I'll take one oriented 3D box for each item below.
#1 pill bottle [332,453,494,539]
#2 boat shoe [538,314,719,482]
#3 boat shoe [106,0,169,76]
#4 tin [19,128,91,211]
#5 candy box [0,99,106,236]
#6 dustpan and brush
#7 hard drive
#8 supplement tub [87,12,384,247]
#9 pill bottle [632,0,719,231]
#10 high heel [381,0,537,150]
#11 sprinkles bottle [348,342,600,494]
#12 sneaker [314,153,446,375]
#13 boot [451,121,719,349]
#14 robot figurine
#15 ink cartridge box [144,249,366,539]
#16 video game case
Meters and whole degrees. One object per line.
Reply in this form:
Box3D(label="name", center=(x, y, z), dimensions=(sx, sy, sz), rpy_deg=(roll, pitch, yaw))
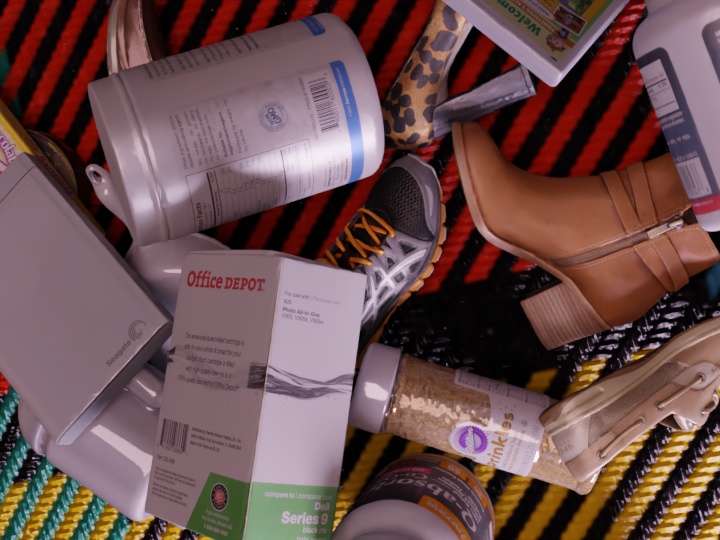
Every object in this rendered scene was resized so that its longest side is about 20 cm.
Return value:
Box3D(label="pill bottle", center=(0.036, 0.219, 0.908), dimensions=(0.115, 0.200, 0.118), rpy_deg=(2, 97, 13))
Box3D(label="boat shoe", center=(0.232, 0.089, 0.891), dimensions=(0.198, 0.071, 0.065), rpy_deg=(-27, 77, -5))
Box3D(label="boat shoe", center=(-0.159, -0.137, 0.988), dimensions=(0.071, 0.076, 0.203), rpy_deg=(-5, 104, 11))
Box3D(label="tin", center=(-0.307, -0.026, 1.051), dimensions=(0.111, 0.042, 0.202), rpy_deg=(27, 101, 14))
Box3D(label="candy box", center=(-0.315, -0.075, 1.017), dimensions=(0.102, 0.026, 0.201), rpy_deg=(-40, 86, 10))
Box3D(label="dustpan and brush", center=(-0.162, -0.004, 0.983), dimensions=(0.138, 0.058, 0.200), rpy_deg=(-23, 128, 24))
Box3D(label="hard drive", center=(-0.252, 0.020, 0.955), dimensions=(0.132, 0.027, 0.200), rpy_deg=(-46, 71, 5))
Box3D(label="supplement tub", center=(-0.093, -0.108, 0.905), dimensions=(0.198, 0.132, 0.134), rpy_deg=(-18, 92, -12))
Box3D(label="pill bottle", center=(0.256, -0.140, 0.819), dimensions=(0.118, 0.120, 0.202), rpy_deg=(-21, 91, 15))
Box3D(label="high heel", center=(0.038, -0.200, 0.929), dimensions=(0.141, 0.071, 0.202), rpy_deg=(-21, 94, 16))
Box3D(label="sprinkles bottle", center=(0.092, 0.116, 0.938), dimensions=(0.198, 0.068, 0.069), rpy_deg=(16, 100, 3))
Box3D(label="sneaker", center=(0.000, 0.000, 0.947), dimensions=(0.078, 0.077, 0.202), rpy_deg=(34, 103, 36))
Box3D(label="boot", center=(0.168, -0.052, 0.907), dimensions=(0.154, 0.077, 0.202), rpy_deg=(-28, 92, 17))
Box3D(label="robot figurine", center=(-0.204, 0.130, 1.003), dimensions=(0.199, 0.113, 0.170), rpy_deg=(33, 130, 8))
Box3D(label="ink cartridge box", center=(-0.078, 0.091, 0.875), dimensions=(0.145, 0.083, 0.203), rpy_deg=(3, 83, 54))
Box3D(label="video game case", center=(0.115, -0.255, 0.876), dimensions=(0.199, 0.022, 0.182), rpy_deg=(39, 66, 6))
